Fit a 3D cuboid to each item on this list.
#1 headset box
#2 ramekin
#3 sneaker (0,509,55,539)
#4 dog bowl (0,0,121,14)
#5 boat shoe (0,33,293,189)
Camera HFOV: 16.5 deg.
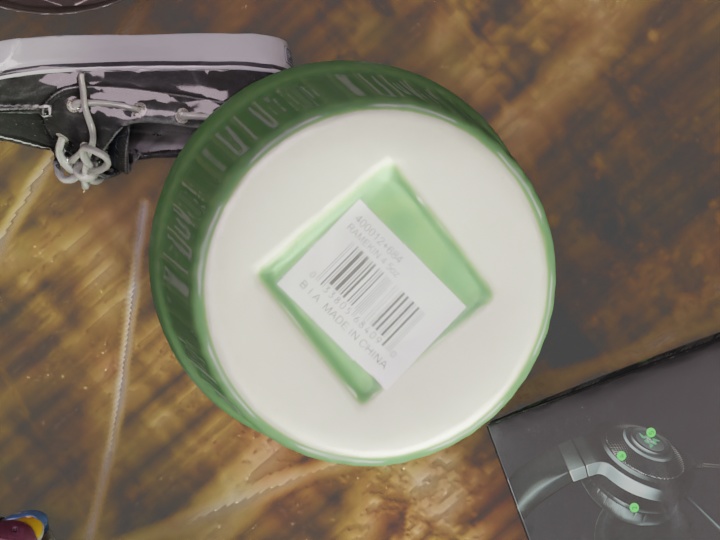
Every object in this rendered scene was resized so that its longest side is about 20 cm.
[{"bbox_3d":[0.177,0.123,1.216,0.200,0.093,0.175,-22,86,16],"label":"headset box"},{"bbox_3d":[0.000,0.000,1.220,0.199,0.098,0.201,-2,100,-10],"label":"ramekin"},{"bbox_3d":[-0.206,0.149,1.272,0.200,0.075,0.090,31,92,-4],"label":"sneaker"},{"bbox_3d":[-0.156,-0.228,1.288,0.199,0.059,0.201,0,88,5],"label":"dog bowl"},{"bbox_3d":[-0.132,-0.077,1.274,0.199,0.074,0.068,-2,73,-5],"label":"boat shoe"}]
